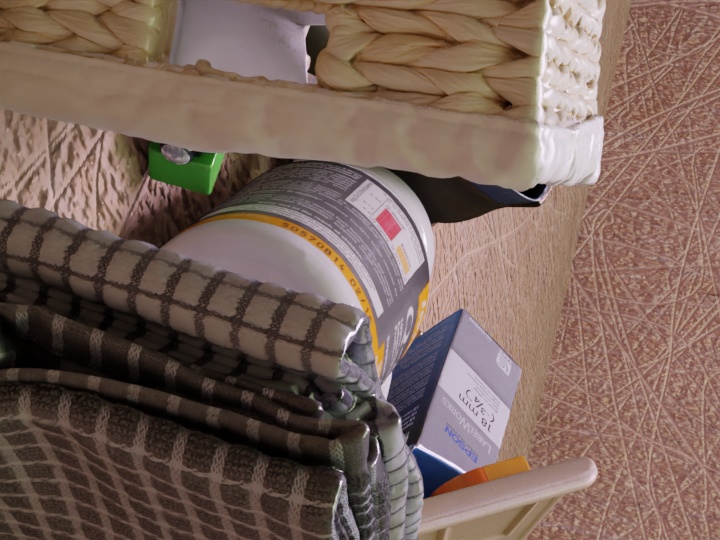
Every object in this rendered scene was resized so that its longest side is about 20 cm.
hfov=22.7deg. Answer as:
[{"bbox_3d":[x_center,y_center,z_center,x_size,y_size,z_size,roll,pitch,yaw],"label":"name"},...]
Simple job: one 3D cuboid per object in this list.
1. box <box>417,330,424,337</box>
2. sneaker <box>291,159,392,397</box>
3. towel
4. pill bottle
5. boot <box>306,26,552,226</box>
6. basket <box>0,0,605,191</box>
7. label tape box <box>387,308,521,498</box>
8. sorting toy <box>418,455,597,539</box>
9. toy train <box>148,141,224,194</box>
[{"bbox_3d":[0.033,0.166,1.535,0.164,0.021,0.202,65,37,-71],"label":"box"},{"bbox_3d":[0.000,0.000,1.064,0.147,0.080,0.202,-50,144,-60],"label":"sneaker"},{"bbox_3d":[-0.066,0.070,0.611,0.201,0.164,0.086,80,31,-61],"label":"towel"},{"bbox_3d":[-0.029,0.012,0.850,0.200,0.115,0.118,-46,145,-69],"label":"pill bottle"},{"bbox_3d":[0.026,-0.102,0.916,0.201,0.096,0.075,56,47,-38],"label":"boot"},{"bbox_3d":[-0.009,-0.120,0.622,0.200,0.196,0.163,-13,112,-77],"label":"basket"},{"bbox_3d":[0.012,0.127,1.085,0.144,0.063,0.200,-37,-166,29],"label":"label tape box"},{"bbox_3d":[0.018,0.158,1.010,0.037,0.183,0.200,69,-27,20],"label":"sorting toy"},{"bbox_3d":[-0.052,-0.123,0.804,0.057,0.041,0.202,101,6,-60],"label":"toy train"}]
